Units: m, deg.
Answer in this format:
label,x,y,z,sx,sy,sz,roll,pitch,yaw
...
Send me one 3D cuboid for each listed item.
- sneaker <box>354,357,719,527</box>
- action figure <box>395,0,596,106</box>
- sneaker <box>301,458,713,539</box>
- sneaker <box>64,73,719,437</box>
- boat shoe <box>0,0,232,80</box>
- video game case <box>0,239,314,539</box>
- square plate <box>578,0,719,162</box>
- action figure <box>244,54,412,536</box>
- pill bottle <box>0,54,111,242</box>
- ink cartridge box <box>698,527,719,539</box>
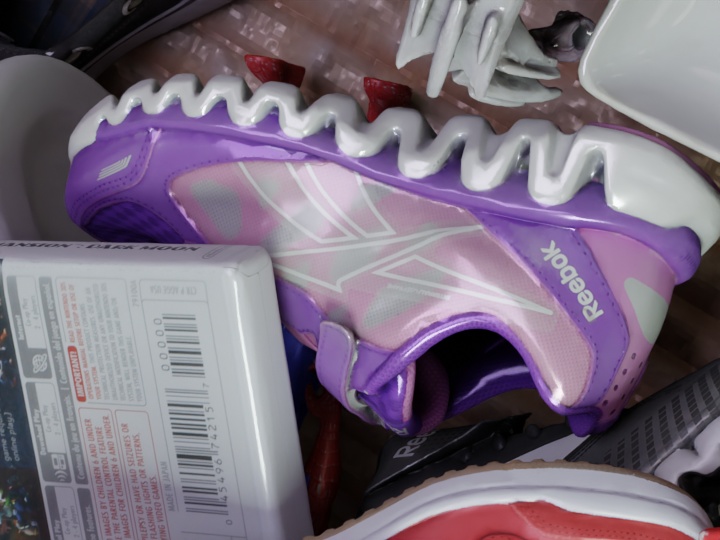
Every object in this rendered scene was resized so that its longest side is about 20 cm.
label,x,y,z,sx,sy,sz,roll,pitch,yaw
sneaker,0.046,0.070,0.825,0.200,0.066,0.091,-44,65,22
action figure,0.056,-0.117,0.773,0.069,0.200,0.130,30,114,-5
sneaker,-0.002,0.117,0.728,0.200,0.071,0.113,-14,35,9
sneaker,0.000,0.000,0.805,0.200,0.080,0.089,8,78,24
boat shoe,-0.111,-0.087,0.945,0.200,0.066,0.070,-25,70,28
video game case,-0.091,0.088,0.843,0.181,0.023,0.200,1,109,31
square plate,0.188,-0.091,0.746,0.198,0.028,0.200,29,100,6
action figure,-0.032,0.035,0.889,0.065,0.052,0.201,12,92,14
pill bottle,-0.164,0.014,0.939,0.200,0.112,0.112,-22,72,28
ink cartridge box,0.164,0.093,0.718,0.200,0.116,0.067,-9,79,30
